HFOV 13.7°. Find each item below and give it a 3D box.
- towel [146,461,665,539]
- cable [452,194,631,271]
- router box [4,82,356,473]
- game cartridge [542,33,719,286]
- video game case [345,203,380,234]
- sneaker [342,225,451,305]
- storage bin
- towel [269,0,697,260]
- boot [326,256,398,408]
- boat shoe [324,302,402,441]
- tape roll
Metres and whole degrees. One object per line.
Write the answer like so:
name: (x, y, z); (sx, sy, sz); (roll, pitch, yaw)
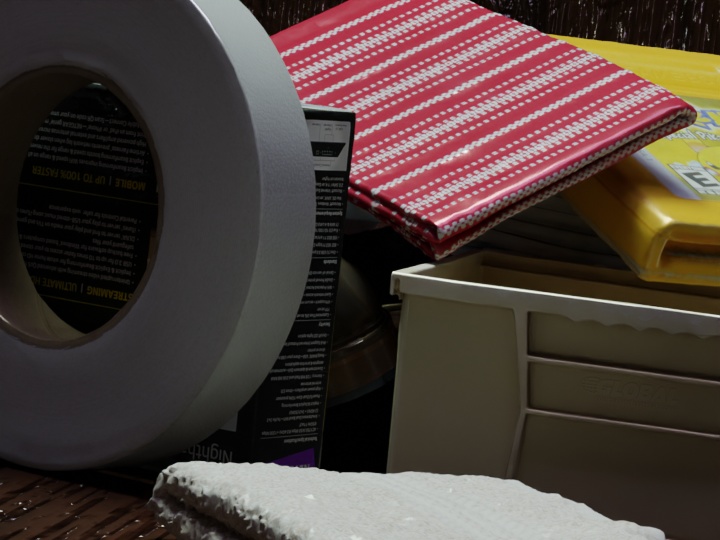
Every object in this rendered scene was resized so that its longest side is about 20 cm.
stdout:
towel: (0.021, 0.088, 0.955); (0.132, 0.035, 0.200); (6, 4, -23)
cable: (0.072, -0.055, 1.446); (0.199, 0.069, 0.200); (21, 16, 24)
router box: (-0.103, -0.002, 1.198); (0.199, 0.150, 0.051); (10, 6, 34)
game cartridge: (0.153, -0.051, 1.332); (0.176, 0.033, 0.200); (4, 29, -30)
video game case: (-0.099, -0.004, 1.540); (0.182, 0.023, 0.200); (3, -20, -13)
sneaker: (0.000, 0.000, 1.445); (0.199, 0.076, 0.088); (15, -44, -23)
storage bin: (0.121, 0.053, 1.201); (0.198, 0.094, 0.200); (7, 4, 10)
towel: (0.026, -0.070, 1.283); (0.144, 0.023, 0.200); (-28, 36, -28)
boot: (-0.041, -0.006, 1.293); (0.075, 0.097, 0.200); (-26, 15, -16)
boat shoe: (0.066, 0.041, 1.372); (0.199, 0.074, 0.063); (5, 19, -17)
tape roll: (-0.106, -0.025, 1.143); (0.202, 0.204, 0.037); (10, 5, 36)
